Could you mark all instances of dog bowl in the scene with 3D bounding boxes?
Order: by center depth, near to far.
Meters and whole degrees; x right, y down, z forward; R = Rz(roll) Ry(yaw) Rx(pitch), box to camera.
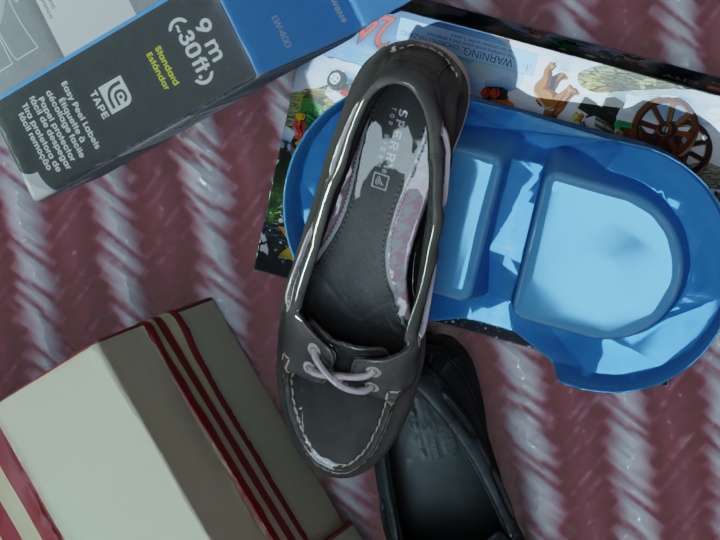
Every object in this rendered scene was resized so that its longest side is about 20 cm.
[{"bbox_3d":[0.068,-0.019,1.153,0.199,0.050,0.112,16,107,9],"label":"dog bowl"}]

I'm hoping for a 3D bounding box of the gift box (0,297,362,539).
[{"bbox_3d":[-0.116,0.144,1.214,0.200,0.184,0.187,-33,87,22],"label":"gift box"}]

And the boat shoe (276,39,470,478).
[{"bbox_3d":[0.000,0.000,1.116,0.067,0.057,0.201,15,108,8],"label":"boat shoe"}]

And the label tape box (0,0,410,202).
[{"bbox_3d":[-0.089,-0.140,1.164,0.200,0.063,0.145,-27,90,28],"label":"label tape box"}]

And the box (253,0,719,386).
[{"bbox_3d":[0.063,-0.041,1.194,0.199,0.038,0.137,15,107,8],"label":"box"}]

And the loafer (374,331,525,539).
[{"bbox_3d":[0.043,0.129,1.226,0.068,0.070,0.201,-12,102,15],"label":"loafer"}]
